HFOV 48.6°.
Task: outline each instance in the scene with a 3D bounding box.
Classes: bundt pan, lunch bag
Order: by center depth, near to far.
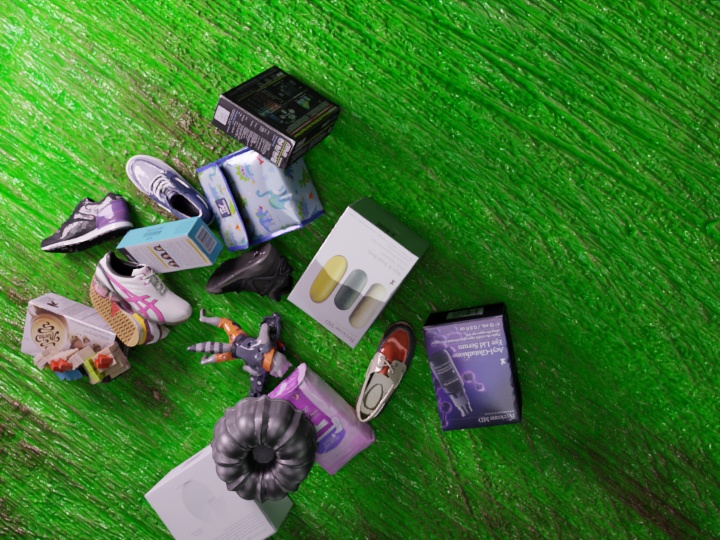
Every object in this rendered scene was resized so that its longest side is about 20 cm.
[{"bbox_3d":[-0.178,0.335,1.448,0.200,0.076,0.204,0,106,-1],"label":"bundt pan"},{"bbox_3d":[-0.194,-0.138,1.458,0.199,0.127,0.171,-16,100,28],"label":"lunch bag"}]

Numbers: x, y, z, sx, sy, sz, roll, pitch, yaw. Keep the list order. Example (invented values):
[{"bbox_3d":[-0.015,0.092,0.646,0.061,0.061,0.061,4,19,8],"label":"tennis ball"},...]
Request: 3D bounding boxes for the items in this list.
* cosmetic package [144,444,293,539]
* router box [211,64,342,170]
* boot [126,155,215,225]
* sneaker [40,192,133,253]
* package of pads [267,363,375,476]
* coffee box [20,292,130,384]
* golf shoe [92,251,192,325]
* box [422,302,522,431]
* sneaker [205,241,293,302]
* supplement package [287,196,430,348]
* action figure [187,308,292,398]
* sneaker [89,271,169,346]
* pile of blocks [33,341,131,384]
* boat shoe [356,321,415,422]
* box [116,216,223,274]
[{"bbox_3d":[-0.278,0.458,1.591,0.199,0.123,0.201,-34,91,17],"label":"cosmetic package"},{"bbox_3d":[-0.140,-0.267,1.374,0.149,0.200,0.062,32,126,5],"label":"router box"},{"bbox_3d":[-0.362,-0.155,1.497,0.199,0.090,0.073,33,91,2],"label":"boot"},{"bbox_3d":[-0.543,-0.094,1.577,0.198,0.076,0.088,-17,82,12],"label":"sneaker"},{"bbox_3d":[-0.078,0.284,1.516,0.120,0.076,0.200,-42,104,12],"label":"package of pads"},{"bbox_3d":[-0.570,0.136,1.614,0.199,0.080,0.114,19,106,8],"label":"coffee box"},{"bbox_3d":[-0.410,0.037,1.519,0.199,0.073,0.092,26,127,-10],"label":"golf shoe"},{"bbox_3d":[0.204,0.173,1.434,0.147,0.104,0.202,-11,98,14],"label":"box"},{"bbox_3d":[-0.203,0.022,1.508,0.198,0.077,0.114,-22,128,35],"label":"sneaker"},{"bbox_3d":[0.000,0.000,1.420,0.151,0.151,0.201,36,107,3],"label":"supplement package"},{"bbox_3d":[-0.226,0.176,1.535,0.192,0.105,0.202,11,104,17],"label":"action figure"},{"bbox_3d":[-0.461,0.073,1.587,0.200,0.090,0.075,49,119,26],"label":"sneaker"},{"bbox_3d":[-0.550,0.189,1.546,0.198,0.062,0.083,-4,102,14],"label":"pile of blocks"},{"bbox_3d":[0.045,0.192,1.496,0.071,0.063,0.201,27,104,8],"label":"boat shoe"},{"bbox_3d":[-0.358,-0.043,1.496,0.199,0.049,0.082,-7,134,35],"label":"box"}]
